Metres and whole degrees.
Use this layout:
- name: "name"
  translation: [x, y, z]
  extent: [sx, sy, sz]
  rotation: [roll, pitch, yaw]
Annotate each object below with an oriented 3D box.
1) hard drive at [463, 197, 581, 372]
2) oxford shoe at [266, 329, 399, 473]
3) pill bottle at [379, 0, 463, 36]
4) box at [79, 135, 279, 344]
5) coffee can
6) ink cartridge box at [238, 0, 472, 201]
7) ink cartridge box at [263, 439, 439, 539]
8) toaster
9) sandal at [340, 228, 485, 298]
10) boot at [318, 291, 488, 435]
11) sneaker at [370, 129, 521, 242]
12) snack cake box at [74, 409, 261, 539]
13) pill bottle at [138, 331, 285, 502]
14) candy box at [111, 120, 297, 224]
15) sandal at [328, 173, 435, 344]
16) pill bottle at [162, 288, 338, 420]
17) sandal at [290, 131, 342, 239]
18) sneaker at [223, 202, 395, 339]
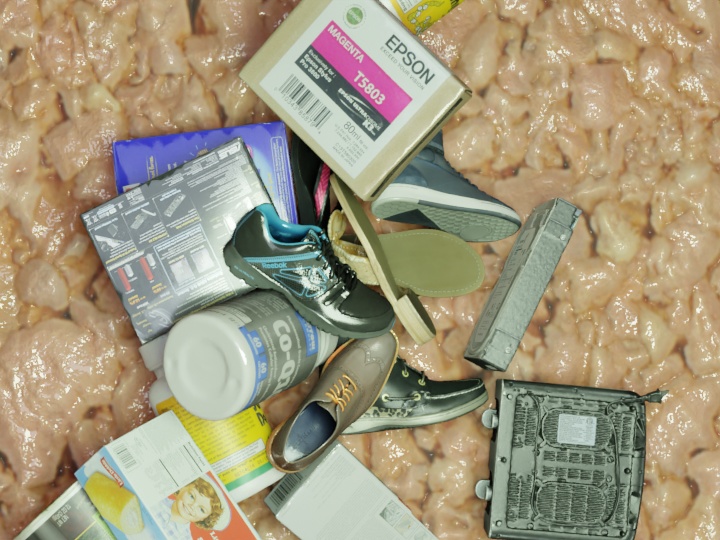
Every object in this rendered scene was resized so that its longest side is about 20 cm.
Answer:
- name: "hard drive"
  translation: [0.182, 0.017, 1.657]
  extent: [0.038, 0.140, 0.202]
  rotation: [27, 86, -3]
- name: "oxford shoe"
  translation: [-0.022, 0.141, 1.589]
  extent: [0.071, 0.073, 0.201]
  rotation: [39, 77, -4]
- name: "pill bottle"
  translation: [0.049, -0.327, 1.666]
  extent: [0.199, 0.113, 0.113]
  rotation: [-38, 91, -6]
- name: "box"
  translation: [-0.185, -0.034, 1.599]
  extent: [0.198, 0.050, 0.159]
  rotation: [-27, 95, -4]
- name: "coffee can"
  translation: [-0.263, 0.321, 1.604]
  extent: [0.146, 0.146, 0.200]
  rotation: [-42, 91, -5]
- name: "ink cartridge box"
  translation: [-0.006, -0.201, 1.572]
  extent: [0.200, 0.075, 0.165]
  rotation: [44, 100, 6]
- name: "ink cartridge box"
  translation: [-0.005, 0.289, 1.665]
  extent: [0.109, 0.050, 0.200]
  rotation: [-47, 117, -5]
- name: "toaster"
  translation: [0.236, 0.217, 1.663]
  extent: [0.197, 0.119, 0.183]
  rotation: [5, 88, -4]
- name: "sandal"
  translation: [0.050, -0.004, 1.689]
  extent: [0.209, 0.070, 0.079]
  rotation: [4, 78, 18]
- name: "boot"
  translation: [0.040, 0.100, 1.667]
  extent: [0.201, 0.073, 0.156]
  rotation: [-9, 97, -1]
- name: "sneaker"
  translation: [0.099, -0.118, 1.687]
  extent: [0.201, 0.077, 0.148]
  rotation: [15, 58, -31]
- name: "snack cake box"
  translation: [-0.197, 0.262, 1.545]
  extent: [0.067, 0.115, 0.201]
  rotation: [-40, 81, 33]
- name: "pill bottle"
  translation: [-0.170, 0.160, 1.636]
  extent: [0.112, 0.113, 0.202]
  rotation: [-26, 89, -5]
- name: "candy box"
  translation: [-0.175, -0.075, 1.663]
  extent: [0.197, 0.077, 0.171]
  rotation: [-7, 90, -6]
- name: "sandal"
  translation: [-0.001, 0.000, 1.613]
  extent: [0.069, 0.078, 0.213]
  rotation: [-32, 88, 11]
- name: "pill bottle"
  translation: [-0.112, 0.081, 1.563]
  extent: [0.113, 0.199, 0.115]
  rotation: [7, 105, 28]
- name: "sandal"
  translation: [-0.040, -0.077, 1.662]
  extent: [0.045, 0.075, 0.203]
  rotation: [-13, 75, 26]
- name: "sneaker"
  translation: [-0.046, 0.004, 1.539]
  extent: [0.198, 0.073, 0.082]
  rotation: [27, 122, -7]
